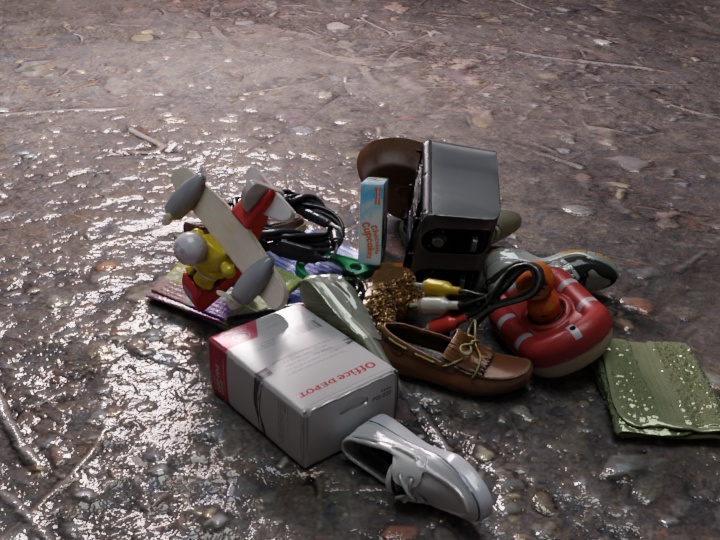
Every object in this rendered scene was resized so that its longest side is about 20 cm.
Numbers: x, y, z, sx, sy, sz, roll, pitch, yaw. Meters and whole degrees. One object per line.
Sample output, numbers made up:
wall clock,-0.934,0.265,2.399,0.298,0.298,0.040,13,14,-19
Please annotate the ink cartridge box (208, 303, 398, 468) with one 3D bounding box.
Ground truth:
ink cartridge box,-0.070,0.134,1.239,0.145,0.085,0.200,-20,34,-35

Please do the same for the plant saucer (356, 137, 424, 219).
plant saucer,0.081,-0.134,1.653,0.200,0.201,0.037,13,57,19

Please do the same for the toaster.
toaster,0.127,-0.076,1.493,0.118,0.181,0.201,7,46,-4

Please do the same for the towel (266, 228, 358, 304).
towel,-0.090,-0.006,1.557,0.144,0.024,0.200,24,35,33

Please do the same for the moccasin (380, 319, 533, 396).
moccasin,0.122,0.106,1.305,0.201,0.078,0.074,14,31,21

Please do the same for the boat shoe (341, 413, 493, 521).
boat shoe,0.057,0.225,1.107,0.065,0.074,0.200,-25,28,-32

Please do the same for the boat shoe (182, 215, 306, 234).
boat shoe,-0.182,-0.071,1.601,0.199,0.072,0.072,-12,9,-18

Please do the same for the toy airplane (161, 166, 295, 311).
toy airplane,-0.180,-0.042,1.345,0.199,0.200,0.141,0,7,43

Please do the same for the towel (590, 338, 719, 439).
towel,0.375,0.147,1.290,0.148,0.037,0.200,2,29,-1

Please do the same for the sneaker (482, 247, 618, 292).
sneaker,0.280,0.021,1.496,0.199,0.076,0.088,0,44,4

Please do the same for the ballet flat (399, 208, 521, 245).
ballet flat,0.162,-0.058,1.631,0.199,0.070,0.070,-4,29,0

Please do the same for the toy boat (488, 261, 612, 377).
toy boat,0.242,0.044,1.344,0.130,0.131,0.200,-30,34,-4

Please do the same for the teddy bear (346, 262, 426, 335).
teddy bear,-0.004,0.063,1.407,0.145,0.067,0.200,9,35,33

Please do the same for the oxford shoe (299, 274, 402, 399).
oxford shoe,-0.002,0.079,1.294,0.058,0.075,0.200,-22,64,-34

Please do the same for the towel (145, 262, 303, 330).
towel,-0.196,0.023,1.469,0.199,0.023,0.144,18,46,28

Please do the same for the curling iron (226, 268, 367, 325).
curling iron,-0.085,0.045,1.373,0.199,0.026,0.050,-17,67,9

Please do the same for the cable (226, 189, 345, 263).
cable,-0.119,-0.080,1.547,0.199,0.051,0.163,14,34,-3

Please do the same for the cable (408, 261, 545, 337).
cable,0.150,0.047,1.327,0.050,0.098,0.200,2,-12,-44

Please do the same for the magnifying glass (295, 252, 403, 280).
magnifying glass,0.000,0.000,1.533,0.199,0.022,0.080,-1,34,-15

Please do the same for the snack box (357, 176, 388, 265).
snack box,0.020,-0.078,1.533,0.037,0.117,0.200,2,8,3
